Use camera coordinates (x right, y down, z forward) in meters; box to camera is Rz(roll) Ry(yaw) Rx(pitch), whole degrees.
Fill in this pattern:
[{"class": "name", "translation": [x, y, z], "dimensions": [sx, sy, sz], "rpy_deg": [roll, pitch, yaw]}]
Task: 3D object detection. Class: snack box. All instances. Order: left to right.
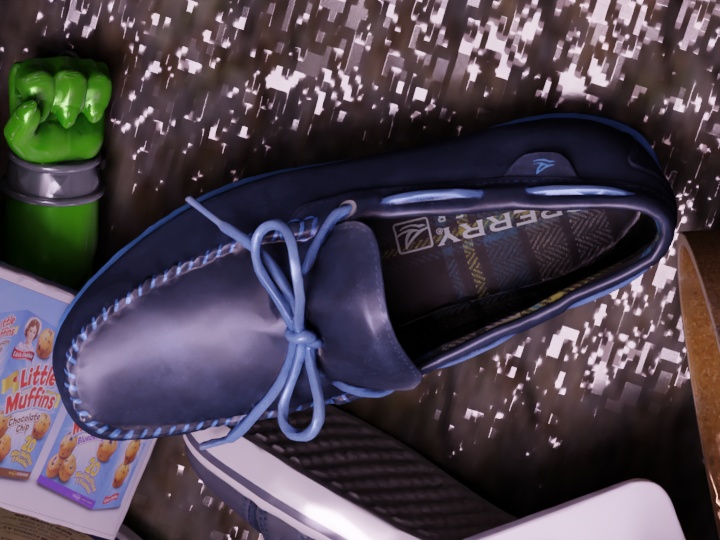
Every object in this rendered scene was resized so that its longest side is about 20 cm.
[{"class": "snack box", "translation": [-0.132, 0.027, 0.904], "dimensions": [0.024, 0.200, 0.072], "rpy_deg": [22, 88, 40]}]

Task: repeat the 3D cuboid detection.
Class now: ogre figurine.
[{"class": "ogre figurine", "translation": [-0.168, 0.012, 0.956], "dimensions": [0.199, 0.098, 0.120], "rpy_deg": [-27, 117, -26]}]

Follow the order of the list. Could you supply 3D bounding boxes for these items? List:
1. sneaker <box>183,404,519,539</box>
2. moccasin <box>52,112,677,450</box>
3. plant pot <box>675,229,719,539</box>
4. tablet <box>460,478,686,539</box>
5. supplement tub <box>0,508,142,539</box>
[{"class": "sneaker", "translation": [0.021, 0.111, 0.974], "dimensions": [0.199, 0.078, 0.080], "rpy_deg": [29, 108, -3]}, {"class": "moccasin", "translation": [0.000, 0.000, 0.907], "dimensions": [0.199, 0.068, 0.081], "rpy_deg": [-25, 113, -2]}, {"class": "plant pot", "translation": [0.207, 0.060, 0.878], "dimensions": [0.199, 0.187, 0.187], "rpy_deg": [-12, 109, 2]}, {"class": "tablet", "translation": [0.067, 0.172, 0.949], "dimensions": [0.130, 0.014, 0.201], "rpy_deg": [-20, 108, 5]}, {"class": "supplement tub", "translation": [-0.137, 0.170, 0.961], "dimensions": [0.144, 0.200, 0.145], "rpy_deg": [4, 113, 10]}]
